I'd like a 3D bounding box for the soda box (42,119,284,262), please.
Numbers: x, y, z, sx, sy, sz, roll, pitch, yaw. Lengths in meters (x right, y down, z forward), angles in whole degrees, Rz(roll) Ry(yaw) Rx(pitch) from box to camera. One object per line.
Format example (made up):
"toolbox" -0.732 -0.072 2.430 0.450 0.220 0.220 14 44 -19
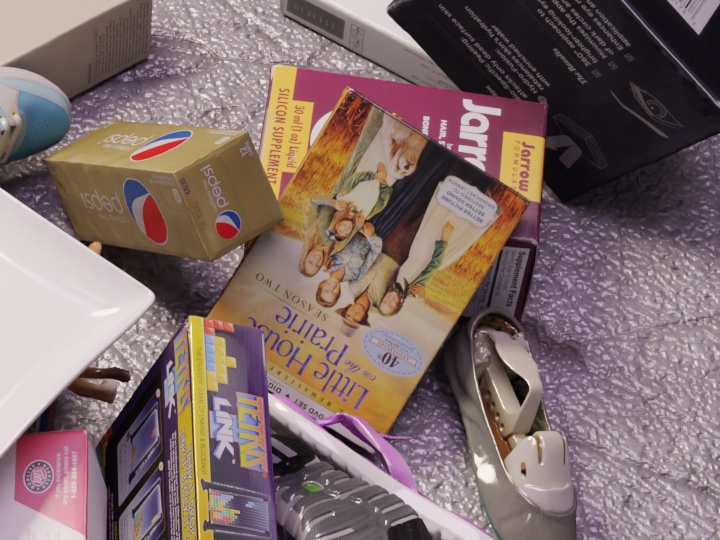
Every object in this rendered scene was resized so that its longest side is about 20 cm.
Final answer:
"soda box" -0.135 -0.056 1.765 0.064 0.068 0.200 -32 20 -26

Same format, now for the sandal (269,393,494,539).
"sandal" 0.022 0.133 1.708 0.202 0.082 0.050 36 76 4

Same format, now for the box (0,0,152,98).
"box" -0.248 -0.156 1.887 0.200 0.082 0.068 -30 62 -27

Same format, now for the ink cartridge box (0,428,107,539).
"ink cartridge box" -0.260 0.184 1.614 0.199 0.083 0.147 -4 59 3

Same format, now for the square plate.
"square plate" -0.262 0.032 1.613 0.198 0.028 0.200 33 57 16

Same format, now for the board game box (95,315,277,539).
"board game box" -0.110 0.156 1.620 0.057 0.165 0.201 13 51 -24

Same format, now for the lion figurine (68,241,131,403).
"lion figurine" -0.226 0.017 1.738 0.122 0.073 0.200 13 18 -26

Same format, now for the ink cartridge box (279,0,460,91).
"ink cartridge box" 0.067 -0.219 1.992 0.200 0.044 0.174 29 55 14

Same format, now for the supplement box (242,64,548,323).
"supplement box" 0.024 -0.051 1.828 0.199 0.103 0.131 7 53 -2

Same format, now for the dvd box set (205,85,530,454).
"dvd box set" 0.000 0.000 1.741 0.146 0.029 0.200 32 94 -3

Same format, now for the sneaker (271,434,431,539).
"sneaker" -0.017 0.189 1.636 0.075 0.116 0.200 -15 28 -27

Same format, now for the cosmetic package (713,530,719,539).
"cosmetic package" 0.321 0.204 1.676 0.199 0.107 0.090 -12 57 -17

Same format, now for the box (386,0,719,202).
"box" 0.161 -0.177 1.833 0.197 0.200 0.118 46 55 -14

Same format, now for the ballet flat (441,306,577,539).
"ballet flat" 0.105 0.110 1.738 0.067 0.064 0.201 6 49 -33

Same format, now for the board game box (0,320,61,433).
"board game box" -0.294 0.075 1.678 0.199 0.136 0.034 11 28 1

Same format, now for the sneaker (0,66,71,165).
"sneaker" -0.258 -0.075 1.765 0.199 0.080 0.130 -10 36 -38
